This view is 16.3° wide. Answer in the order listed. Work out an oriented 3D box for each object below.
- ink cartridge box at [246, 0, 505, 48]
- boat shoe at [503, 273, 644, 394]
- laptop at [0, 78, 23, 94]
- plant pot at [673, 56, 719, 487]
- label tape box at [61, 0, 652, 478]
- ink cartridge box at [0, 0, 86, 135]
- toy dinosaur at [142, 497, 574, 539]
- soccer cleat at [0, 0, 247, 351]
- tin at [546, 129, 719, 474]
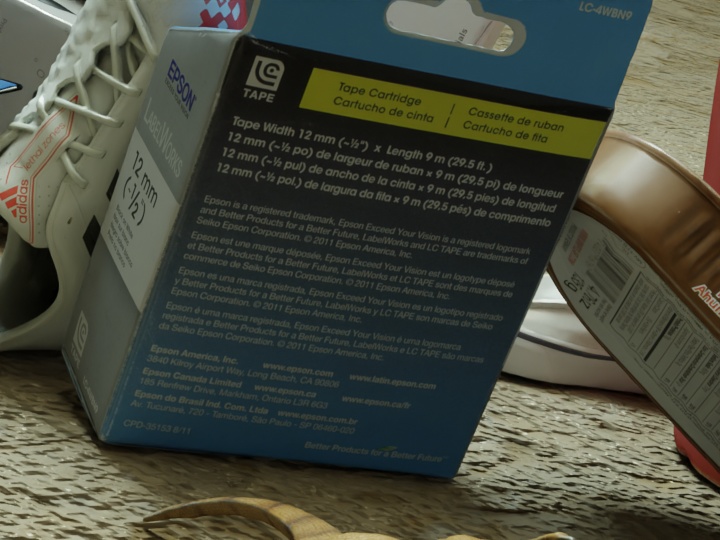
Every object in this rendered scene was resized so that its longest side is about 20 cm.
[{"bbox_3d":[-0.035,-0.138,1.137,0.200,0.085,0.146,29,15,2],"label":"ink cartridge box"},{"bbox_3d":[0.119,0.017,1.114,0.200,0.066,0.072,12,14,-10],"label":"boat shoe"},{"bbox_3d":[-0.248,-0.102,0.961,0.187,0.116,0.200,-15,67,-16],"label":"laptop"},{"bbox_3d":[0.217,0.007,1.019,0.200,0.178,0.200,14,14,-4],"label":"plant pot"},{"bbox_3d":[-0.004,-0.030,0.876,0.143,0.200,0.066,8,26,-26],"label":"label tape box"},{"bbox_3d":[-0.113,-0.077,1.132,0.200,0.086,0.146,24,15,-2],"label":"ink cartridge box"},{"bbox_3d":[0.001,0.091,0.712,0.106,0.061,0.200,10,14,-11],"label":"toy dinosaur"},{"bbox_3d":[-0.093,-0.050,0.905,0.085,0.200,0.069,-13,46,-38],"label":"soccer cleat"},{"bbox_3d":[0.138,0.035,0.907,0.200,0.042,0.112,47,-12,10],"label":"tin"}]
